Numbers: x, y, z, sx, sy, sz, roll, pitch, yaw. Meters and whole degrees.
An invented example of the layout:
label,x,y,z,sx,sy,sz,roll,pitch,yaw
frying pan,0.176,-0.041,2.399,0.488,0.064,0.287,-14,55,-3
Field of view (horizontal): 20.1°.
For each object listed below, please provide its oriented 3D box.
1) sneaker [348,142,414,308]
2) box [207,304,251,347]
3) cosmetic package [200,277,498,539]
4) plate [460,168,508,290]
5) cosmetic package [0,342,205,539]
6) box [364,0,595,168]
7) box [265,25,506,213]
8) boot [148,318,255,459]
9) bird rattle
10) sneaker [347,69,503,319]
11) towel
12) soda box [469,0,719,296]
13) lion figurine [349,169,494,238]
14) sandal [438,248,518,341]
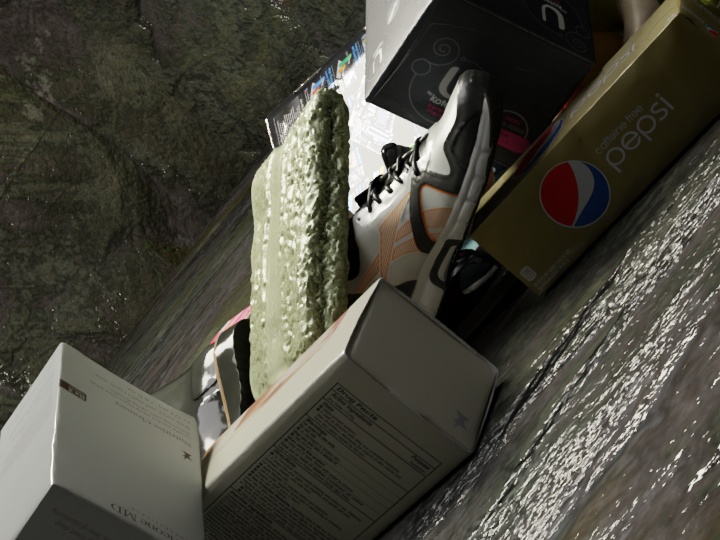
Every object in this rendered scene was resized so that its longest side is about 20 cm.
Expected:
label,x,y,z,sx,sy,sz,roll,pitch,yaw
sneaker,0.000,0.000,1.422,0.201,0.083,0.077,-61,0,4
box,-0.112,0.135,1.672,0.200,0.102,0.095,-53,9,-26
cosmetic package,-0.018,0.111,1.262,0.200,0.103,0.087,-43,13,36
plate,0.069,-0.003,1.564,0.200,0.026,0.200,-49,9,11
cosmetic package,-0.160,0.138,1.236,0.081,0.112,0.200,-54,20,13
box,0.078,-0.185,1.379,0.106,0.122,0.201,-54,22,35
box,0.018,-0.106,1.659,0.198,0.050,0.201,-40,46,28
boot,-0.107,0.152,1.434,0.138,0.077,0.201,-33,43,33
bird rattle,0.157,-0.146,1.432,0.200,0.112,0.164,-45,26,24
sneaker,0.037,-0.045,1.311,0.074,0.079,0.201,-66,-3,-57
towel,-0.043,-0.011,1.376,0.148,0.036,0.202,131,145,-60
soda box,0.158,-0.082,1.288,0.200,0.064,0.068,-48,8,23
lion figurine,0.038,-0.029,1.488,0.199,0.123,0.073,-33,27,9
sandal,0.051,0.032,1.422,0.200,0.048,0.075,-45,10,36
